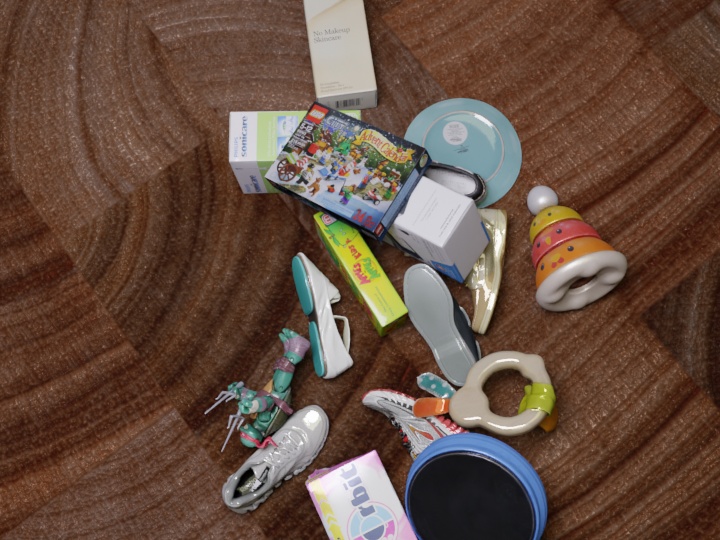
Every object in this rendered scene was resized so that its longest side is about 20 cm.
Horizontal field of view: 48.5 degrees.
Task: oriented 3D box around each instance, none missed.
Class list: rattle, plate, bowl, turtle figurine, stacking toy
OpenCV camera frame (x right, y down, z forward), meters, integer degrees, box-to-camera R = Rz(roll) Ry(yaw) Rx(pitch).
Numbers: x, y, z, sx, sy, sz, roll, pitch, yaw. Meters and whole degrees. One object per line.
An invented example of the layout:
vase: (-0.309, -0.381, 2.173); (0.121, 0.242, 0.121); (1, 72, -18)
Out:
rattle: (0.185, 0.197, 1.187); (0.200, 0.143, 0.130); (-18, 76, 8)
plate: (0.168, -0.197, 1.322); (0.200, 0.026, 0.201); (0, 77, 1)
bowl: (0.155, 0.326, 1.105); (0.200, 0.039, 0.201); (6, 106, 20)
turtle figurine: (-0.145, 0.186, 1.187); (0.101, 0.150, 0.200); (37, 71, -20)
stacking toy: (0.310, -0.049, 1.252); (0.146, 0.146, 0.200); (-18, 59, -4)

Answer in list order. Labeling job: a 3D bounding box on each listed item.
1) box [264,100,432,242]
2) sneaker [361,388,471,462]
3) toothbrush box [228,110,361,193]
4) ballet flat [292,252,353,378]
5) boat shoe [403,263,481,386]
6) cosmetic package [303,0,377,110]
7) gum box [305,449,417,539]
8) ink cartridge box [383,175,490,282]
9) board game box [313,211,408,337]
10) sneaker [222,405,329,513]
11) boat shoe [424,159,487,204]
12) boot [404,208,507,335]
box: (-0.019, -0.142, 1.120); (0.200, 0.038, 0.137); (28, 82, 27)
sneaker: (0.087, 0.242, 1.191); (0.200, 0.078, 0.082); (31, 80, 8)
toothbrush box: (-0.097, -0.184, 1.258); (0.199, 0.146, 0.086); (-2, 76, 1)
ballet flat: (-0.056, 0.067, 1.247); (0.069, 0.069, 0.200); (-13, 81, -3)
boat shoe: (0.125, 0.077, 1.212); (0.075, 0.060, 0.200); (-16, 101, 24)
cosmetic package: (-0.035, -0.372, 1.341); (0.103, 0.073, 0.200); (-9, 78, -1)
gum box: (0.009, 0.367, 1.166); (0.113, 0.066, 0.200); (-25, 78, -6)
ink cartridge box: (0.074, -0.081, 1.166); (0.200, 0.145, 0.084); (30, 81, 27)
board game box: (0.000, 0.000, 1.236); (0.048, 0.102, 0.200); (-30, 78, -7)
sneaker: (-0.124, 0.280, 1.183); (0.075, 0.081, 0.200); (43, 79, 11)
boat shoe: (0.100, -0.143, 1.274); (0.200, 0.060, 0.074); (15, 92, 17)
boot: (0.144, -0.006, 1.253); (0.155, 0.073, 0.200); (7, 83, 6)
